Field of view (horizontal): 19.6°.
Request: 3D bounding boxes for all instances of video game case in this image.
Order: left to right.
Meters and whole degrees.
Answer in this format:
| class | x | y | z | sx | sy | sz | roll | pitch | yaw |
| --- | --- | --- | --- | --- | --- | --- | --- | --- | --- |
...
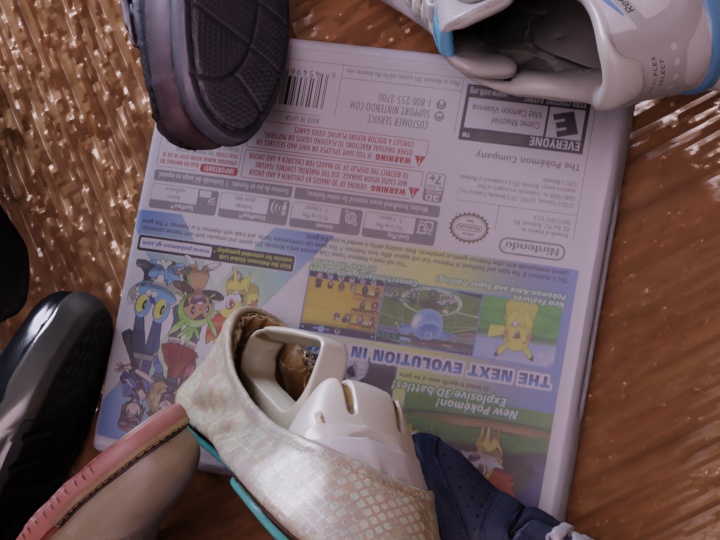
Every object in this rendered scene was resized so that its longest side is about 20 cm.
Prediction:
| class | x | y | z | sx | sy | sz | roll | pitch | yaw |
| --- | --- | --- | --- | --- | --- | --- | --- | --- | --- |
| video game case | 0.000 | 0.000 | 0.845 | 0.200 | 0.022 | 0.183 | 8 | 84 | 19 |

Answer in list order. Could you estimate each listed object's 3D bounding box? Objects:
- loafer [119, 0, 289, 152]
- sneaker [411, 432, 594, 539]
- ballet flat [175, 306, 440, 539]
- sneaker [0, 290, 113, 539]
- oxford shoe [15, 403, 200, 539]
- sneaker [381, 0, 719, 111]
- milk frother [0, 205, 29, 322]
| class | x | y | z | sx | sy | sz | roll | pitch | yaw |
| --- | --- | --- | --- | --- | --- | --- | --- | --- | --- |
| loafer | -0.071 | -0.131 | 0.860 | 0.063 | 0.072 | 0.200 | -18 | 57 | 30 |
| sneaker | 0.099 | 0.122 | 0.758 | 0.108 | 0.070 | 0.200 | -37 | 83 | 13 |
| ballet flat | -0.018 | 0.057 | 0.744 | 0.062 | 0.067 | 0.200 | -65 | 28 | 4 |
| sneaker | -0.186 | 0.080 | 0.866 | 0.114 | 0.076 | 0.200 | 32 | 97 | 14 |
| oxford shoe | -0.097 | 0.130 | 0.805 | 0.074 | 0.071 | 0.200 | 42 | 131 | 13 |
| sneaker | 0.046 | -0.108 | 0.786 | 0.200 | 0.087 | 0.075 | 24 | 130 | 41 |
| milk frother | -0.238 | -0.038 | 0.813 | 0.180 | 0.188 | 0.200 | -31 | 46 | 0 |
